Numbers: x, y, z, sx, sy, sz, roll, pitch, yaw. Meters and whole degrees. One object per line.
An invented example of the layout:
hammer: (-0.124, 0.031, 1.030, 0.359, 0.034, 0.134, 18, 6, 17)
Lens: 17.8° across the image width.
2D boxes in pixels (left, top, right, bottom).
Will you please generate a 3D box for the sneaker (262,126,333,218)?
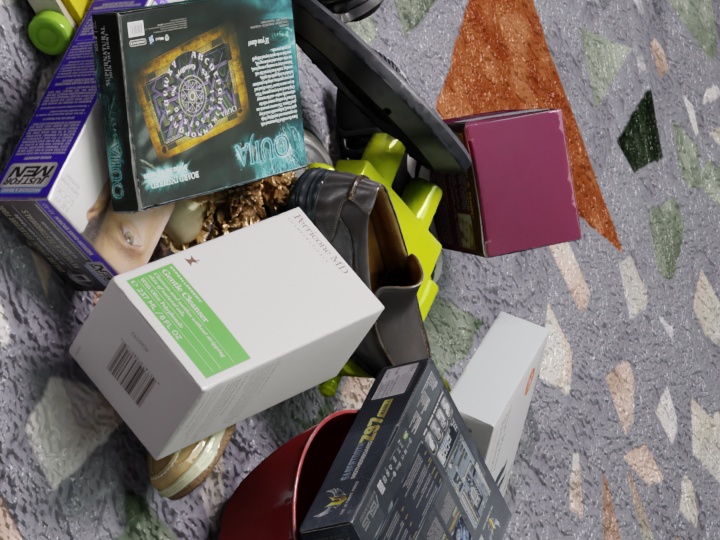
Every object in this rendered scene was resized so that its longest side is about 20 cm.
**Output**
sneaker: (-0.040, -0.008, 1.841, 0.201, 0.075, 0.116, 55, 42, -17)

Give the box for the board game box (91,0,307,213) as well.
board game box: (-0.109, -0.123, 1.618, 0.199, 0.028, 0.137, -18, 105, -54)

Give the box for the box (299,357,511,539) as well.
box: (0.037, 0.186, 1.689, 0.158, 0.051, 0.200, 61, 33, -24)

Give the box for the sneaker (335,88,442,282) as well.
sneaker: (0.012, -0.066, 1.933, 0.112, 0.073, 0.202, -31, 107, -61)

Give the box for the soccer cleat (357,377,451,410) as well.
soccer cleat: (0.028, 0.130, 1.885, 0.200, 0.064, 0.084, -51, 141, -51)

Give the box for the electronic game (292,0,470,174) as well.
electronic game: (0.012, -0.148, 1.813, 0.200, 0.042, 0.200, 44, -2, 2)

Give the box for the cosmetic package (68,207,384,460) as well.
cosmetic package: (-0.092, 0.041, 1.612, 0.108, 0.085, 0.199, 48, 40, 15)

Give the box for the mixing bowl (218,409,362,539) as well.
mixing bowl: (-0.035, 0.211, 1.713, 0.200, 0.108, 0.202, 28, 56, -51)

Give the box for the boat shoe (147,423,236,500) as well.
boat shoe: (-0.129, 0.075, 1.664, 0.076, 0.071, 0.201, 43, 33, -25)

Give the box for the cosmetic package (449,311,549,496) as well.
cosmetic package: (0.093, 0.157, 1.903, 0.151, 0.051, 0.201, -57, 163, -53)

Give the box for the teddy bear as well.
teddy bear: (-0.108, -0.091, 1.744, 0.144, 0.067, 0.202, 3, 70, -30)

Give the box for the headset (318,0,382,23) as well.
headset: (-0.019, -0.270, 1.992, 0.199, 0.094, 0.125, -6, 88, -44)

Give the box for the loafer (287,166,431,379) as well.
loafer: (0.015, 0.012, 1.722, 0.073, 0.072, 0.201, -57, 134, -35)

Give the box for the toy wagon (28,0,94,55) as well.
toy wagon: (-0.201, -0.222, 1.675, 0.201, 0.039, 0.156, 59, 35, -28)

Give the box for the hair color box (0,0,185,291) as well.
hair color box: (-0.169, -0.097, 1.615, 0.109, 0.064, 0.201, 50, 54, -41)

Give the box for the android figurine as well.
android figurine: (0.000, 0.000, 1.793, 0.182, 0.041, 0.201, 45, 59, -43)

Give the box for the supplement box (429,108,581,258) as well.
supplement box: (0.112, -0.076, 1.937, 0.200, 0.085, 0.111, -163, -117, -78)
